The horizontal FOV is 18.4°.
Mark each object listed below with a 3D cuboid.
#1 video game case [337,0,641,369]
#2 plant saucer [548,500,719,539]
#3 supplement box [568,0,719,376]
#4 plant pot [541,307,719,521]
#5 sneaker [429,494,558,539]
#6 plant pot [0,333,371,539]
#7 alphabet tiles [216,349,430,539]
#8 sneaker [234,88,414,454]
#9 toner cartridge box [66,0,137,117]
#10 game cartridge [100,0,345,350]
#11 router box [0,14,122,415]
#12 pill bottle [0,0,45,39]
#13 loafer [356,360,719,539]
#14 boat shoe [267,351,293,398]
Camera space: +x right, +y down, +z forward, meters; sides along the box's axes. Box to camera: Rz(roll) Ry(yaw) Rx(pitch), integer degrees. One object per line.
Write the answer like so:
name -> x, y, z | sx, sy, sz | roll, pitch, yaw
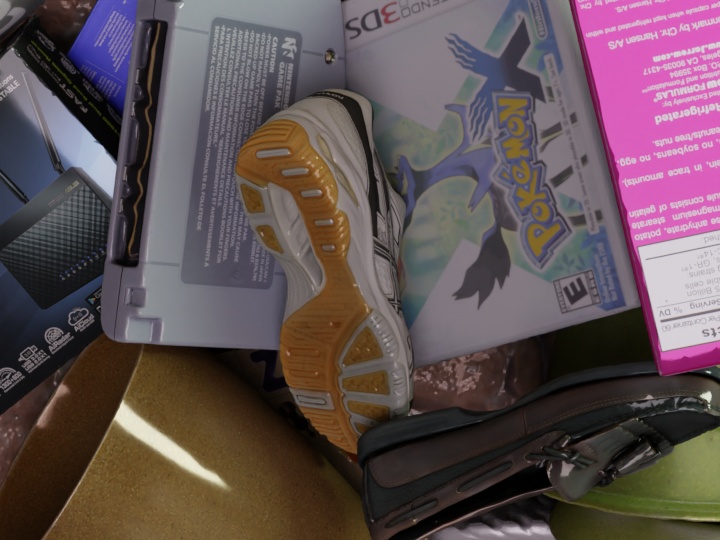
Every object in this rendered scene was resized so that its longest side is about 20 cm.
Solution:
video game case -> 0.050, -0.058, 1.158 | 0.182, 0.022, 0.200 | -18, 85, 39
plant saucer -> 0.204, 0.130, 1.220 | 0.200, 0.200, 0.031 | 1, 102, 1
supplement box -> 0.167, -0.065, 1.042 | 0.103, 0.101, 0.200 | -11, 104, 12
plant pot -> 0.181, 0.018, 1.197 | 0.200, 0.200, 0.190 | -1, 99, 2
sneaker -> 0.128, 0.169, 1.301 | 0.200, 0.075, 0.082 | 4, 110, -1
plant pot -> -0.082, 0.145, 1.205 | 0.200, 0.186, 0.186 | 32, 109, -15
alphabet tiles -> -0.045, 0.140, 1.288 | 0.166, 0.006, 0.200 | -20, 99, 30
sneaker -> 0.000, 0.000, 1.151 | 0.076, 0.088, 0.200 | 6, 123, 28
toner cartridge box -> -0.133, -0.076, 1.229 | 0.095, 0.043, 0.200 | 29, 109, -11
game cartridge -> -0.066, -0.059, 1.149 | 0.133, 0.040, 0.200 | 6, 93, -43
router box -> -0.201, -0.016, 1.198 | 0.200, 0.062, 0.150 | -38, 105, 16
pill bottle -> -0.232, -0.158, 1.161 | 0.200, 0.114, 0.114 | -38, 106, 15
loafer -> 0.091, 0.096, 1.102 | 0.200, 0.063, 0.072 | -15, 148, 26
boat shoe -> 0.014, 0.000, 1.246 | 0.072, 0.060, 0.202 | 38, 107, -13
